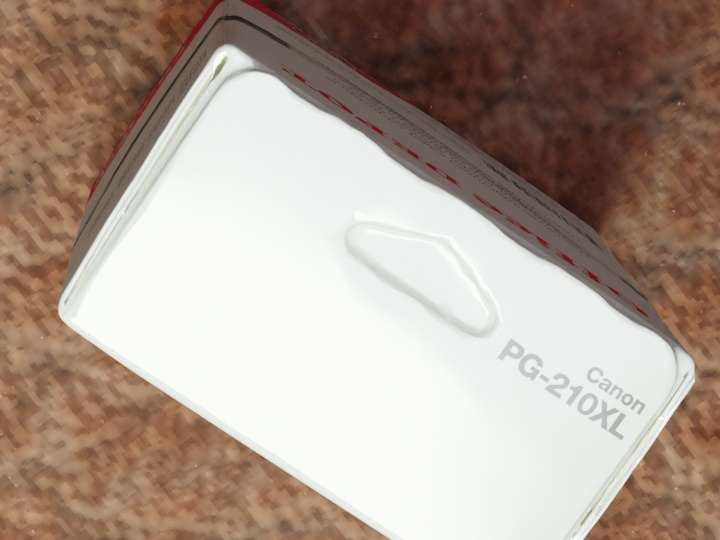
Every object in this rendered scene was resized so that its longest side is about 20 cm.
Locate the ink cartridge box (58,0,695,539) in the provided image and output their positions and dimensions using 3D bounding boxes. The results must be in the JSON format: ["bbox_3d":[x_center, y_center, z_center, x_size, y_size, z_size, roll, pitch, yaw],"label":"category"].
[{"bbox_3d":[0.000,0.000,0.775,0.145,0.200,0.084,33,97,-8],"label":"ink cartridge box"}]
